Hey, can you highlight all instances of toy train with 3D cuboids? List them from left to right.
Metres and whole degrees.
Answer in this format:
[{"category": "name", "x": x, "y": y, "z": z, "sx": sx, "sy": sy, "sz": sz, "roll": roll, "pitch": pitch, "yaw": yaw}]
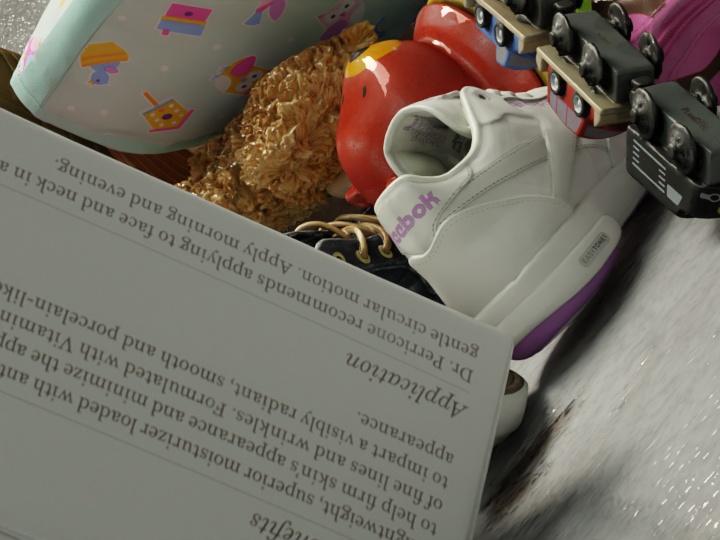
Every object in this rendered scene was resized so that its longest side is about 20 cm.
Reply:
[{"category": "toy train", "x": 0.088, "y": -0.071, "z": 0.984, "sx": 0.034, "sy": 0.046, "sz": 0.200, "roll": -12, "pitch": 32, "yaw": -18}]

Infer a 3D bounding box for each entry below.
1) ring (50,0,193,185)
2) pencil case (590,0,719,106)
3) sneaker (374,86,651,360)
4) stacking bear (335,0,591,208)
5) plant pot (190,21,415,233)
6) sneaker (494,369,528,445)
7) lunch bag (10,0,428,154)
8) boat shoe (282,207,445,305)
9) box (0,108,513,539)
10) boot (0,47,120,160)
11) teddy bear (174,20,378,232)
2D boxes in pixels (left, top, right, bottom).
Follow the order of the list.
[{"category": "ring", "x": -0.079, "y": -0.118, "z": 1.409, "sx": 0.019, "sy": 0.201, "sz": 0.201, "roll": -26, "pitch": 20, "yaw": 41}, {"category": "pencil case", "x": 0.165, "y": -0.136, "z": 0.978, "sx": 0.200, "sy": 0.091, "sz": 0.094, "roll": -46, "pitch": 14, "yaw": 45}, {"category": "sneaker", "x": 0.069, "y": -0.049, "z": 1.040, "sx": 0.075, "sy": 0.100, "sz": 0.200, "roll": -48, "pitch": 3, "yaw": 34}, {"category": "stacking bear", "x": 0.070, "y": -0.101, "z": 1.163, "sx": 0.200, "sy": 0.114, "sz": 0.121, "roll": -43, "pitch": 17, "yaw": -16}, {"category": "plant pot", "x": -0.058, "y": -0.078, "z": 1.561, "sx": 0.200, "sy": 0.187, "sz": 0.187, "roll": -46, "pitch": 6, "yaw": -13}, {"category": "sneaker", "x": 0.010, "y": 0.067, "z": 1.004, "sx": 0.200, "sy": 0.072, "sz": 0.085, "roll": -179, "pitch": 104, "yaw": -78}, {"category": "lunch bag", "x": -0.062, "y": -0.147, "z": 1.291, "sx": 0.200, "sy": 0.122, "sz": 0.170, "roll": -14, "pitch": -23, "yaw": -47}, {"category": "boat shoe", "x": 0.000, "y": 0.000, "z": 1.180, "sx": 0.071, "sy": 0.091, "sz": 0.201, "roll": 8, "pitch": 54, "yaw": 36}, {"category": "box", "x": -0.088, "y": 0.070, "z": 0.861, "sx": 0.200, "sy": 0.198, "sz": 0.131, "roll": -39, "pitch": 31, "yaw": 57}, {"category": "boot", "x": -0.192, "y": -0.029, "z": 1.383, "sx": 0.155, "sy": 0.072, "sz": 0.200, "roll": -42, "pitch": -30, "yaw": 13}, {"category": "teddy bear", "x": -0.035, "y": -0.046, "z": 1.284, "sx": 0.145, "sy": 0.067, "sz": 0.200, "roll": -29, "pitch": -6, "yaw": -43}]
